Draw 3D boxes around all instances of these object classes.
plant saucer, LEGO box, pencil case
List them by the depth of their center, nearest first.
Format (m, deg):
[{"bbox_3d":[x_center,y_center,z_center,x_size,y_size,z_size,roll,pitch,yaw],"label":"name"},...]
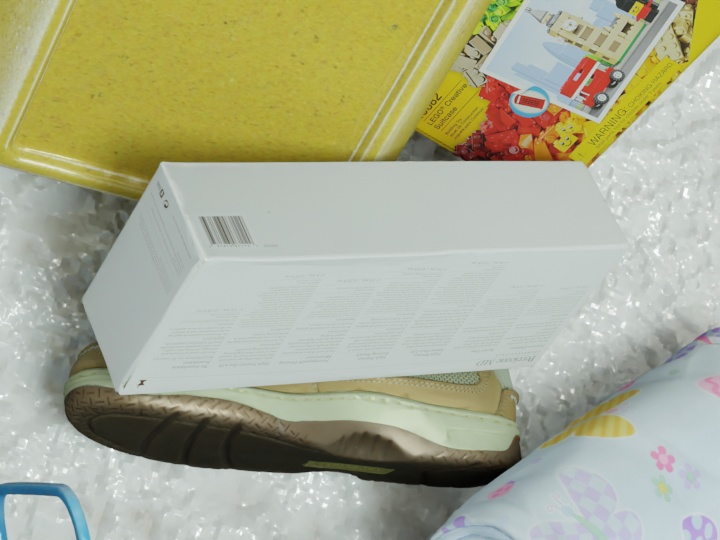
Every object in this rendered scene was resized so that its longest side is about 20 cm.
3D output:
[{"bbox_3d":[-0.051,-0.088,0.863,0.199,0.200,0.049,14,41,-21],"label":"plant saucer"},{"bbox_3d":[0.077,-0.143,0.912,0.148,0.200,0.077,29,37,-19],"label":"LEGO box"},{"bbox_3d":[0.114,0.100,0.952,0.200,0.083,0.091,-32,96,-41],"label":"pencil case"}]

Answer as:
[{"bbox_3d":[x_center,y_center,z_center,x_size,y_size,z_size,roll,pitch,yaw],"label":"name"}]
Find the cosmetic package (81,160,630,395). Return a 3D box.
[{"bbox_3d":[0.000,0.000,0.890,0.199,0.083,0.051,-2,51,-36],"label":"cosmetic package"}]

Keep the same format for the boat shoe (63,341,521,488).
[{"bbox_3d":[-0.027,0.041,0.940,0.199,0.072,0.077,10,70,-30],"label":"boat shoe"}]

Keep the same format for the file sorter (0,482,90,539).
[{"bbox_3d":[-0.195,0.155,0.823,0.199,0.139,0.124,-11,89,-23],"label":"file sorter"}]
